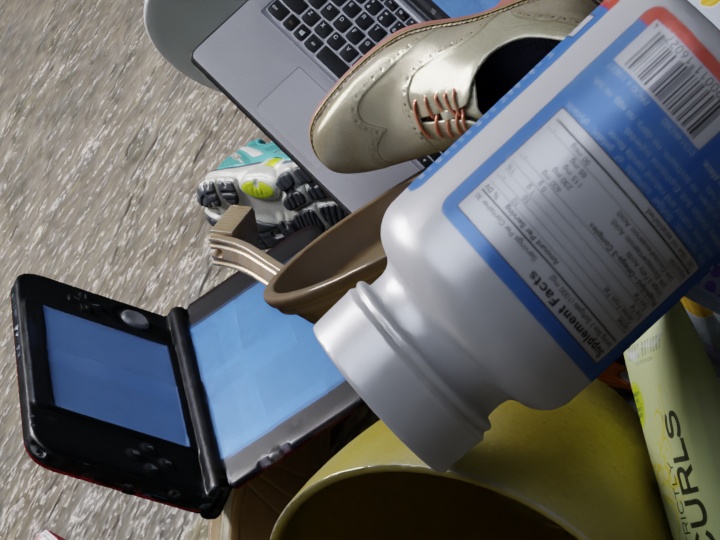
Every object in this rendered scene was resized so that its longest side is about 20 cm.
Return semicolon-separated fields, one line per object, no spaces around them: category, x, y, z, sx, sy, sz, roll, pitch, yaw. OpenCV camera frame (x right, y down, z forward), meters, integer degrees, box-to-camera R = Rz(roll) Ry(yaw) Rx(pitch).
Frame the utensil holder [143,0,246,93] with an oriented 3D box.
utensil holder;-0.060;-0.248;1.363;0.169;0.170;0.202;-17;50;39

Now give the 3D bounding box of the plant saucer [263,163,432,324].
plant saucer;0.038;-0.027;1.022;0.199;0.030;0.200;-31;9;5

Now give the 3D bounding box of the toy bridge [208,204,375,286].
toy bridge;0.000;0.000;1.116;0.198;0.027;0.067;9;36;22

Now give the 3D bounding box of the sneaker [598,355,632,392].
sneaker;0.133;0.019;1.015;0.199;0.076;0.092;5;57;42

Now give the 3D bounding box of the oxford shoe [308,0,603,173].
oxford shoe;0.051;-0.103;1.073;0.199;0.071;0.074;-27;21;24

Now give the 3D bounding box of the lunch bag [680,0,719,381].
lunch bag;0.181;-0.040;0.889;0.199;0.127;0.170;34;75;28

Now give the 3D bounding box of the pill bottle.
pill bottle;0.079;-0.015;0.782;0.200;0.112;0.112;-42;36;4

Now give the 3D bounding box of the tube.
tube;0.155;0.107;0.830;0.058;0.052;0.202;-22;82;35

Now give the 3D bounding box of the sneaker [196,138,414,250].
sneaker;-0.024;-0.061;1.247;0.199;0.078;0.080;6;45;42

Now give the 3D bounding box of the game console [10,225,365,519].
game console;-0.103;0.037;1.113;0.119;0.171;0.200;-62;24;20

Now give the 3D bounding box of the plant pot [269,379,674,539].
plant pot;0.074;0.126;0.906;0.199;0.201;0.142;-19;23;38

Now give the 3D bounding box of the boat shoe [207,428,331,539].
boat shoe;-0.061;0.112;1.150;0.069;0.074;0.201;-27;34;35

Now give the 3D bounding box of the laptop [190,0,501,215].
laptop;0.022;-0.155;1.137;0.200;0.116;0.187;-43;74;-9

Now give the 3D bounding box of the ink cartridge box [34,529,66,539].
ink cartridge box;-0.118;0.248;0.986;0.083;0.200;0.146;28;83;51
